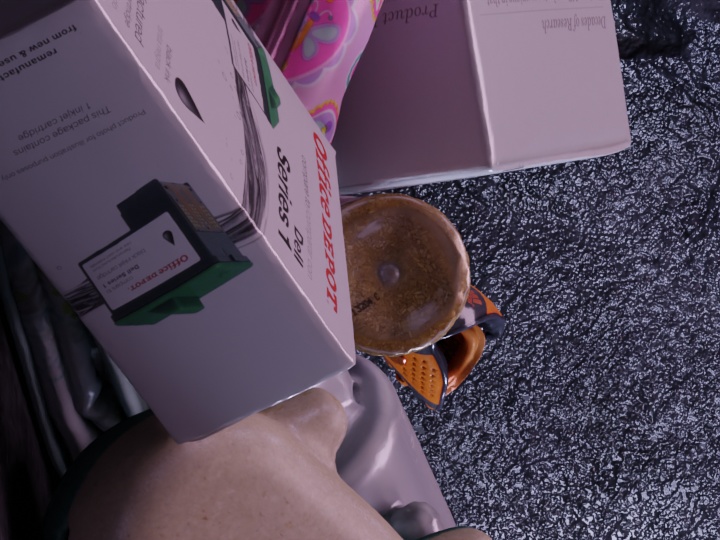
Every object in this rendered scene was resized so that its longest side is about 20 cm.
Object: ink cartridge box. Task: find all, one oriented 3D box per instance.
[{"bbox_3d":[-0.084,-0.056,1.068,0.200,0.084,0.146,55,18,-36],"label":"ink cartridge box"}]

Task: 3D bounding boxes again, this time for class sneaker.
[{"bbox_3d":[0.003,0.025,1.454,0.112,0.078,0.200,40,-10,-12],"label":"sneaker"}]

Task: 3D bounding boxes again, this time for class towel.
[{"bbox_3d":[-0.124,-0.018,1.223,0.200,0.048,0.171,81,2,-47],"label":"towel"}]

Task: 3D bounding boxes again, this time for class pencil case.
[{"bbox_3d":[-0.036,-0.112,1.247,0.087,0.087,0.200,72,41,-83],"label":"pencil case"}]

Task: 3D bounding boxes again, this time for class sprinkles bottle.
[{"bbox_3d":[0.000,0.000,1.240,0.200,0.068,0.068,-174,-104,-83],"label":"sprinkles bottle"}]

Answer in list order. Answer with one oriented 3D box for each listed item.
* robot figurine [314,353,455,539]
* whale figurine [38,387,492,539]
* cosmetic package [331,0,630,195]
[{"bbox_3d":[-0.018,0.115,1.272,0.169,0.113,0.200,23,-33,42],"label":"robot figurine"},{"bbox_3d":[-0.041,0.125,1.157,0.104,0.200,0.159,5,-98,57],"label":"whale figurine"},{"bbox_3d":[0.018,-0.142,1.413,0.165,0.165,0.200,-13,96,-59],"label":"cosmetic package"}]
